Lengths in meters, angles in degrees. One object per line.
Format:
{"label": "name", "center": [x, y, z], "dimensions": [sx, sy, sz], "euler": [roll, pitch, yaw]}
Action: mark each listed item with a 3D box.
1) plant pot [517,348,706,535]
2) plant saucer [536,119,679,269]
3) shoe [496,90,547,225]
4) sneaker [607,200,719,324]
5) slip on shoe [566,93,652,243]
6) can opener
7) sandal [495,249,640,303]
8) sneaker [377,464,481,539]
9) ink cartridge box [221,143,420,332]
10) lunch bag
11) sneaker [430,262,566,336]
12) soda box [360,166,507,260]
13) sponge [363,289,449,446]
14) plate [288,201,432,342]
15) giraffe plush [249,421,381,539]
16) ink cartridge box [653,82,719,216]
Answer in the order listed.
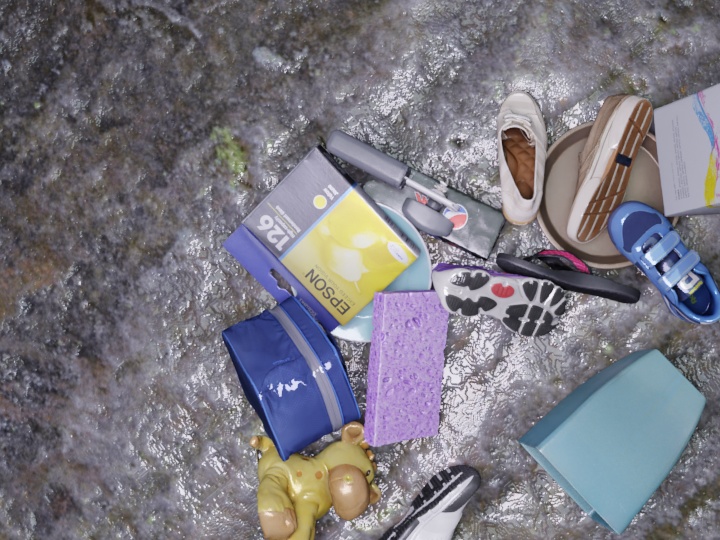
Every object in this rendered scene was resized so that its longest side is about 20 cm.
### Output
{"label": "plant pot", "center": [0.330, 0.204, 1.077], "dimensions": [0.200, 0.141, 0.141], "euler": [-43, 84, -4]}
{"label": "plant saucer", "center": [0.332, -0.102, 1.141], "dimensions": [0.197, 0.029, 0.203], "euler": [0, 87, 6]}
{"label": "shoe", "center": [0.216, -0.160, 1.116], "dimensions": [0.069, 0.054, 0.203], "euler": [-1, 65, 7]}
{"label": "sneaker", "center": [0.397, -0.009, 1.081], "dimensions": [0.074, 0.082, 0.200], "euler": [-43, 102, 8]}
{"label": "slip on shoe", "center": [0.312, -0.135, 1.104], "dimensions": [0.060, 0.075, 0.202], "euler": [29, 102, 46]}
{"label": "can opener", "center": [0.041, -0.117, 1.101], "dimensions": [0.199, 0.053, 0.067], "euler": [33, 92, 7]}
{"label": "sandal", "center": [0.276, 0.000, 1.126], "dimensions": [0.197, 0.075, 0.046], "euler": [13, 83, 0]}
{"label": "sneaker", "center": [0.098, 0.349, 1.139], "dimensions": [0.080, 0.074, 0.200], "euler": [40, 97, -8]}
{"label": "ink cartridge box", "center": [-0.057, -0.028, 1.123], "dimensions": [0.198, 0.047, 0.200], "euler": [45, 105, -7]}
{"label": "lunch bag", "center": [-0.087, 0.129, 1.098], "dimensions": [0.131, 0.200, 0.137], "euler": [-24, 125, -14]}
{"label": "sneaker", "center": [0.184, 0.025, 1.117], "dimensions": [0.198, 0.084, 0.081], "euler": [18, 107, -20]}
{"label": "soda box", "center": [0.098, -0.086, 1.151], "dimensions": [0.198, 0.063, 0.071], "euler": [26, 91, 8]}
{"label": "sponge", "center": [0.062, 0.127, 1.120], "dimensions": [0.110, 0.030, 0.203], "euler": [0, 97, -34]}
{"label": "plate", "center": [0.000, 0.000, 1.158], "dimensions": [0.197, 0.026, 0.203], "euler": [2, 107, 7]}
{"label": "giraffe plush", "center": [-0.051, 0.292, 1.127], "dimensions": [0.160, 0.174, 0.202], "euler": [-13, 52, -4]}
{"label": "ink cartridge box", "center": [0.480, -0.151, 1.022], "dimensions": [0.143, 0.200, 0.147], "euler": [-4, 86, -22]}
